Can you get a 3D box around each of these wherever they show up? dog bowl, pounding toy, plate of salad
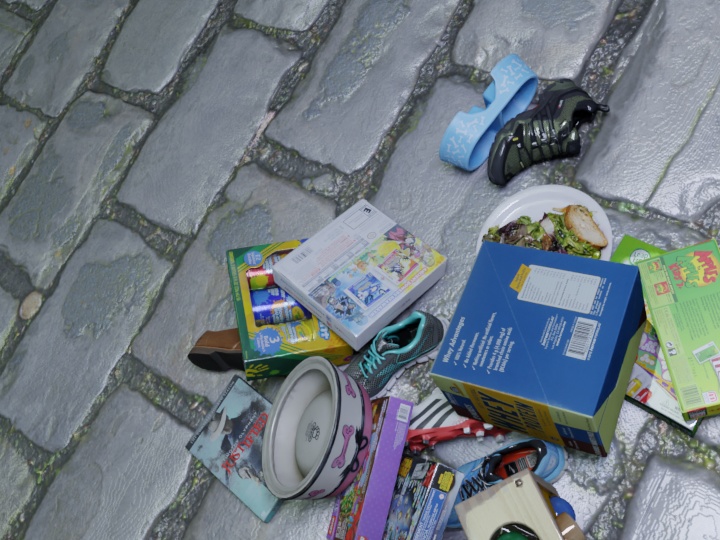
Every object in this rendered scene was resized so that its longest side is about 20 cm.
[{"bbox_3d":[0.203,-0.241,1.227,0.050,0.111,0.200,37,88,21],"label":"dog bowl"},{"bbox_3d":[0.220,0.331,0.902,0.142,0.200,0.185,-31,58,11],"label":"pounding toy"},{"bbox_3d":[0.260,-0.039,1.140,0.199,0.048,0.201,-10,64,23],"label":"plate of salad"},{"bbox_3d":[-0.058,0.225,1.101,0.200,0.074,0.201,-40,38,41],"label":"dog bowl"}]

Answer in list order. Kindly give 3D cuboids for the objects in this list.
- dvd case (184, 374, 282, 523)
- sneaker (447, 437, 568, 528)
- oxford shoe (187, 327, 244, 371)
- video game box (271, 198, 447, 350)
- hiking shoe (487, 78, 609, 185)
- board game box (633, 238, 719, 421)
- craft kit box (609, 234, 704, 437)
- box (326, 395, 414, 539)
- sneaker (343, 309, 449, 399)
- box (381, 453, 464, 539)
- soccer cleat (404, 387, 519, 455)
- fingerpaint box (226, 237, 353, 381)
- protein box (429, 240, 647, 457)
[{"bbox_3d":[-0.172,0.274,1.235,0.200,0.022,0.146,32,85,35],"label":"dvd case"},{"bbox_3d":[0.166,0.266,1.024,0.200,0.090,0.079,-34,57,13],"label":"sneaker"},{"bbox_3d":[-0.185,0.125,1.284,0.199,0.071,0.071,5,52,23],"label":"oxford shoe"},{"bbox_3d":[0.000,0.000,1.196,0.182,0.047,0.200,37,60,28],"label":"video game box"},{"bbox_3d":[0.277,-0.198,1.185,0.200,0.076,0.101,-47,52,0],"label":"hiking shoe"},{"bbox_3d":[0.414,0.071,0.962,0.101,0.048,0.201,-18,61,18],"label":"board game box"},{"bbox_3d":[0.388,0.078,1.026,0.200,0.049,0.198,28,80,33],"label":"craft kit box"},{"bbox_3d":[0.011,0.276,1.079,0.039,0.137,0.201,19,72,-11],"label":"box"},{"bbox_3d":[0.037,0.120,1.156,0.200,0.091,0.078,-37,56,8],"label":"sneaker"},{"bbox_3d":[0.064,0.308,1.005,0.040,0.200,0.137,24,77,-6],"label":"box"},{"bbox_3d":[0.138,0.195,1.087,0.199,0.069,0.086,-17,53,20],"label":"soccer cleat"},{"bbox_3d":[-0.113,0.055,1.230,0.166,0.073,0.201,-8,60,-11],"label":"fingerpaint box"},{"bbox_3d":[0.226,0.093,0.979,0.199,0.135,0.199,11,64,30],"label":"protein box"}]
